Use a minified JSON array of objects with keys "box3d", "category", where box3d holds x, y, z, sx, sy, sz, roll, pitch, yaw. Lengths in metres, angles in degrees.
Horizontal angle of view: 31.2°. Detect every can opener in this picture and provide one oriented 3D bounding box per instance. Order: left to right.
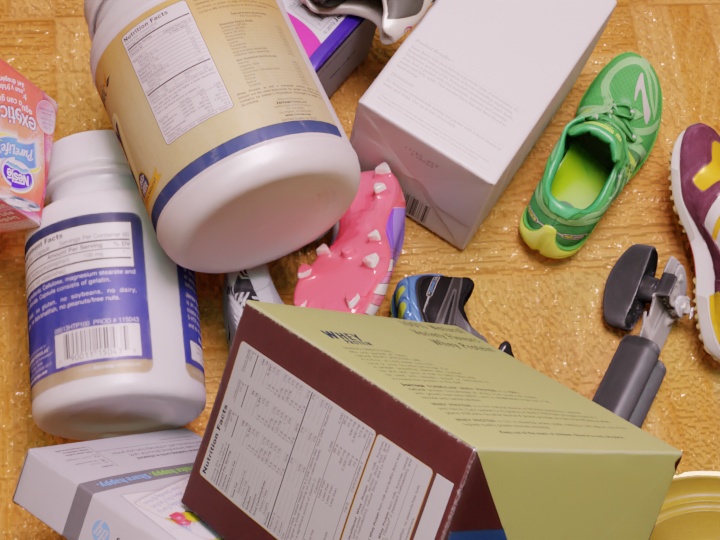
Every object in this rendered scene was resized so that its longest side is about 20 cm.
[{"box3d":[0.203,0.073,0.990,0.066,0.053,0.201,9,59,33],"category":"can opener"}]

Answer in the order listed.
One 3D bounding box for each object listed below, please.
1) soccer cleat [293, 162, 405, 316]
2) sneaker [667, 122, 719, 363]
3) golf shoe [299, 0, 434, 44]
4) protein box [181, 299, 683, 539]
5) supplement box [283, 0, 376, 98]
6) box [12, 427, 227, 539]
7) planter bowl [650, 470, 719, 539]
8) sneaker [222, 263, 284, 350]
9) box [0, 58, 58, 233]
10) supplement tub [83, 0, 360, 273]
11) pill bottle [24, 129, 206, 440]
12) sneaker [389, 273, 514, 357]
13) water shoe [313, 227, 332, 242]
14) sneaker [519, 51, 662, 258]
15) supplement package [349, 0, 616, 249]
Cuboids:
[{"box3d":[0.000,0.000,0.930,0.066,0.077,0.200,-8,36,16],"category":"soccer cleat"},{"box3d":[0.304,-0.029,1.007,0.075,0.090,0.201,9,68,-45],"category":"sneaker"},{"box3d":[-0.033,-0.247,0.960,0.199,0.077,0.088,27,72,4],"category":"golf shoe"},{"box3d":[0.040,0.124,0.771,0.200,0.198,0.135,29,104,43],"category":"protein box"},{"box3d":[-0.094,-0.222,1.034,0.200,0.103,0.101,37,67,6],"category":"supplement box"},{"box3d":[-0.094,0.164,0.812,0.200,0.156,0.041,27,103,31],"category":"box"},{"box3d":[0.237,0.234,0.866,0.199,0.083,0.201,-2,78,10],"category":"planter bowl"},{"box3d":[-0.031,0.070,0.939,0.114,0.075,0.201,-12,74,-15],"category":"sneaker"},{"box3d":[-0.324,-0.078,0.898,0.199,0.095,0.103,-8,66,23],"category":"box"},{"box3d":[-0.099,-0.115,0.880,0.144,0.145,0.201,-19,69,-15],"category":"supplement tub"},{"box3d":[-0.177,0.009,0.915,0.119,0.120,0.201,-4,68,-10],"category":"pill bottle"},{"box3d":[0.081,0.091,0.945,0.082,0.071,0.200,-11,68,-10],"category":"sneaker"},{"box3d":[-0.099,-0.099,0.993,0.200,0.079,0.072,42,68,9],"category":"water shoe"},{"box3d":[0.197,-0.099,1.034,0.074,0.084,0.200,28,66,4],"category":"sneaker"},{"box3d":[0.093,-0.143,1.018,0.121,0.120,0.200,33,67,7],"category":"supplement package"}]
